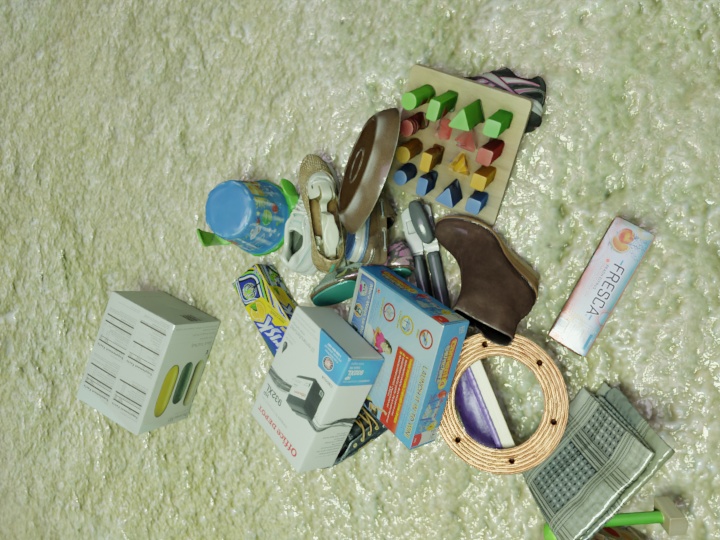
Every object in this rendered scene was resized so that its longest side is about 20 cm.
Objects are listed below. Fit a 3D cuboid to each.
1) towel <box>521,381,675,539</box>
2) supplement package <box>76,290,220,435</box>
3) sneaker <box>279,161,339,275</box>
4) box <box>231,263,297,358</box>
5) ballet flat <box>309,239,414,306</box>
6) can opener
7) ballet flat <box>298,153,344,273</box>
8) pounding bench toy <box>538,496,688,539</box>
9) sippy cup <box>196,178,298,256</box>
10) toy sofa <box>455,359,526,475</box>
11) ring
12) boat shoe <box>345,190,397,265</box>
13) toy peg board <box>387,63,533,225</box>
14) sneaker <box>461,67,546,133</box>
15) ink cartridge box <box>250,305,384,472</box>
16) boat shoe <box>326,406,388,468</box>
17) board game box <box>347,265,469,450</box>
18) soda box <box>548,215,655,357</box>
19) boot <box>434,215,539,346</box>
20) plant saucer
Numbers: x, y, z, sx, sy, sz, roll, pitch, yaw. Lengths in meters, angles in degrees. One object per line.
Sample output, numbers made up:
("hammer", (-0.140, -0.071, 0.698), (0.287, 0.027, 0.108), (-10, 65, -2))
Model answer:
("towel", (0.315, 0.261, 0.826), (0.034, 0.193, 0.201), (38, 100, -11))
("supplement package", (-0.383, 0.160, 1.082), (0.148, 0.151, 0.204), (23, 95, 17))
("sneaker", (-0.088, -0.093, 1.029), (0.069, 0.080, 0.206), (12, 90, 26))
("box", (-0.143, 0.089, 1.046), (0.064, 0.070, 0.202), (-37, 77, 16))
("ballet flat", (0.000, 0.000, 1.004), (0.196, 0.069, 0.073), (-21, 61, 23))
("can opener", (0.105, -0.012, 0.966), (0.052, 0.067, 0.205), (-13, 83, 18))
("ballet flat", (-0.057, -0.099, 0.977), (0.069, 0.065, 0.206), (-10, 87, -21))
("pounding bench toy", (0.335, 0.386, 0.812), (0.153, 0.124, 0.204), (22, 95, -7))
("sippy cup", (-0.203, -0.100, 1.043), (0.138, 0.130, 0.181), (31, 97, 17))
("toy sofa", (0.186, 0.207, 0.921), (0.096, 0.083, 0.204), (-24, 80, 15))
("ring", (0.202, 0.192, 0.865), (0.195, 0.019, 0.206), (-2, 84, 15))
("boat shoe", (0.020, -0.090, 0.977), (0.071, 0.072, 0.204), (19, 55, -16))
("toy peg board", (0.133, -0.184, 0.908), (0.196, 0.098, 0.203), (24, 121, 19))
("sneaker", (0.205, -0.284, 0.952), (0.196, 0.081, 0.088), (20, 71, 20))
("ink cartridge box", (-0.071, 0.180, 0.914), (0.144, 0.083, 0.204), (37, 109, 38))
("boat shoe", (0.005, 0.255, 0.977), (0.200, 0.091, 0.071), (-45, 75, 12))
("board game box", (0.054, 0.124, 0.896), (0.195, 0.055, 0.205), (34, 119, 45))
("soda box", (0.355, 0.025, 0.878), (0.063, 0.068, 0.203), (30, 98, 17))
("boot", (0.172, 0.007, 0.891), (0.198, 0.166, 0.073), (33, 134, 12))
("plant saucer", (0.006, -0.158, 0.913), (0.031, 0.200, 0.205), (17, 94, -15))
